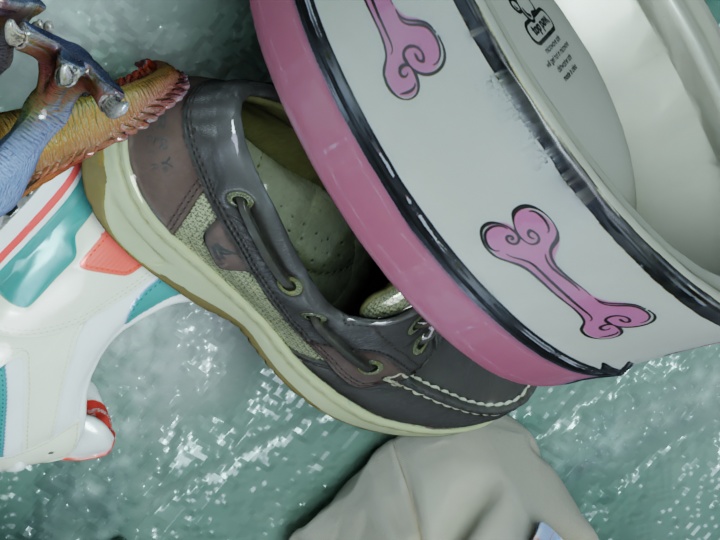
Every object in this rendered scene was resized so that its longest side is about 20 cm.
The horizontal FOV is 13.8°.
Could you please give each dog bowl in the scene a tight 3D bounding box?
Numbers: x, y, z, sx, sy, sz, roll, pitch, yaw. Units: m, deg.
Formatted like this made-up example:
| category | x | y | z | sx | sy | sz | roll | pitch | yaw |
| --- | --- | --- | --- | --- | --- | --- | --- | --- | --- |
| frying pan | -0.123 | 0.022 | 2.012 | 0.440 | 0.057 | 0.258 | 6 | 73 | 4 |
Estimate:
| category | x | y | z | sx | sy | sz | roll | pitch | yaw |
| --- | --- | --- | --- | --- | --- | --- | --- | --- | --- |
| dog bowl | 0.044 | -0.055 | 0.864 | 0.074 | 0.200 | 0.200 | -31 | 127 | 24 |

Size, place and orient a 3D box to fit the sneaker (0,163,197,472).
| category | x | y | z | sx | sy | sz | roll | pitch | yaw |
| --- | --- | --- | --- | --- | --- | --- | --- | --- | --- |
| sneaker | -0.127 | 0.048 | 0.926 | 0.093 | 0.070 | 0.200 | 39 | 98 | -27 |

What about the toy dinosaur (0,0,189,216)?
| category | x | y | z | sx | sy | sz | roll | pitch | yaw |
| --- | --- | --- | --- | --- | --- | --- | --- | --- | --- |
| toy dinosaur | -0.133 | 0.010 | 0.777 | 0.182 | 0.105 | 0.200 | -54 | 146 | 8 |

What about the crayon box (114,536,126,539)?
| category | x | y | z | sx | sy | sz | roll | pitch | yaw |
| --- | --- | --- | --- | --- | --- | --- | --- | --- | --- |
| crayon box | -0.032 | 0.209 | 0.976 | 0.058 | 0.200 | 0.173 | -35 | 124 | 3 |

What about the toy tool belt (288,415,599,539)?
| category | x | y | z | sx | sy | sz | roll | pitch | yaw |
| --- | --- | --- | --- | --- | --- | --- | --- | --- | --- |
| toy tool belt | 0.072 | 0.144 | 1.023 | 0.125 | 0.123 | 0.200 | -46 | 123 | 10 |

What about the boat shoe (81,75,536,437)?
| category | x | y | z | sx | sy | sz | roll | pitch | yaw |
| --- | --- | --- | --- | --- | --- | --- | --- | --- | --- |
| boat shoe | 0.000 | -0.001 | 0.924 | 0.201 | 0.066 | 0.072 | 35 | 62 | -41 |
